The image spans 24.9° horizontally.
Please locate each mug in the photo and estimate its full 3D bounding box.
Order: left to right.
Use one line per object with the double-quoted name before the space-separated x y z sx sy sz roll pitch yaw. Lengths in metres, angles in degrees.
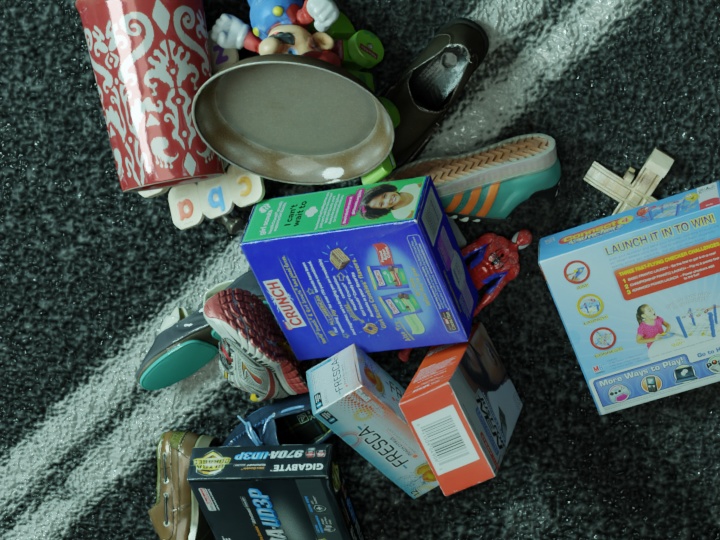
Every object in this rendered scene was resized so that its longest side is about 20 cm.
"mug" -0.208 -0.187 1.695 0.133 0.178 0.201 -11 90 0

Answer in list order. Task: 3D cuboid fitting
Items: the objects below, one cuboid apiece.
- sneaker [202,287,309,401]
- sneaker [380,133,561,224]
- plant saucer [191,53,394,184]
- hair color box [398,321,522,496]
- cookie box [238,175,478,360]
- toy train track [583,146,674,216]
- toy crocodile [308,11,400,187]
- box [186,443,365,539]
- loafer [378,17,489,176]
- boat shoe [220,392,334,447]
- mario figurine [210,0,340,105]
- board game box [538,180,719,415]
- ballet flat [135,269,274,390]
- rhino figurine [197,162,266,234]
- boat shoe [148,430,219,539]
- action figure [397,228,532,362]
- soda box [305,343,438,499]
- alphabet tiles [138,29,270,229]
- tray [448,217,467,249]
"sneaker" -0.122 0.091 1.755 0.082 0.078 0.200 -21 143 11
"sneaker" 0.113 -0.078 1.701 0.199 0.071 0.080 -13 122 2
"plant saucer" -0.065 -0.152 1.598 0.199 0.032 0.200 5 150 3
"hair color box" 0.108 0.140 1.708 0.064 0.200 0.111 -24 100 18
"cookie box" 0.000 0.000 1.690 0.199 0.075 0.171 -7 129 23
"toy train track" 0.266 -0.037 1.714 0.114 0.033 0.200 31 110 2
"toy crocodile" -0.010 -0.181 1.682 0.067 0.062 0.201 -31 66 44
"box" -0.090 0.266 1.815 0.158 0.046 0.200 -2 140 11
"loafer" 0.055 -0.175 1.695 0.073 0.071 0.200 34 110 0
"boat shoe" -0.088 0.179 1.829 0.200 0.069 0.084 -38 96 19
"mario figurine" -0.088 -0.253 1.641 0.106 0.124 0.200 -15 63 -17
"board game box" 0.310 0.032 1.692 0.199 0.056 0.196 -18 113 16
"ballet flat" -0.172 0.060 1.818 0.200 0.073 0.073 -33 97 20
"rhino figurine" -0.111 -0.143 1.744 0.087 0.060 0.200 40 109 18
"boat shoe" -0.208 0.281 1.889 0.068 0.072 0.201 9 98 13
"action figure" 0.106 0.020 1.757 0.200 0.052 0.065 -40 90 17
"soda box" 0.027 0.165 1.755 0.068 0.064 0.200 -31 131 17
"alphabet tiles" -0.164 -0.151 1.733 0.199 0.015 0.196 -19 77 28
"tray" 0.005 -0.022 1.768 0.200 0.022 0.108 -27 108 18
